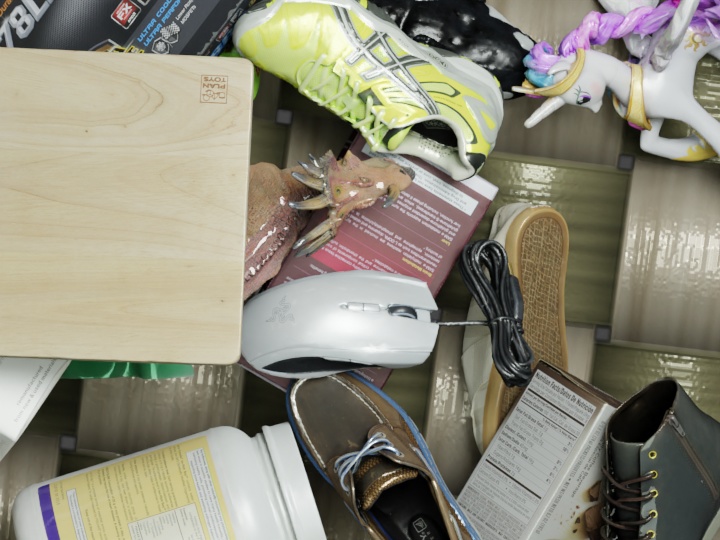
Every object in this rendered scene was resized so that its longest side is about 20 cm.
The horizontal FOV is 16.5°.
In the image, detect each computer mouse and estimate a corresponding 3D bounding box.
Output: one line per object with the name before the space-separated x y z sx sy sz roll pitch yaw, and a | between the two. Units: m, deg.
computer mouse | 0.015 0.034 1.693 0.200 0.044 0.110 -5 65 -3

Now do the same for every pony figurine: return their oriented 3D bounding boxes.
pony figurine | 0.221 -0.161 1.733 0.200 0.167 0.193 20 101 -22

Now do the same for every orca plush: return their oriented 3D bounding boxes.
orca plush | 0.041 -0.174 1.740 0.200 0.071 0.105 36 91 -7

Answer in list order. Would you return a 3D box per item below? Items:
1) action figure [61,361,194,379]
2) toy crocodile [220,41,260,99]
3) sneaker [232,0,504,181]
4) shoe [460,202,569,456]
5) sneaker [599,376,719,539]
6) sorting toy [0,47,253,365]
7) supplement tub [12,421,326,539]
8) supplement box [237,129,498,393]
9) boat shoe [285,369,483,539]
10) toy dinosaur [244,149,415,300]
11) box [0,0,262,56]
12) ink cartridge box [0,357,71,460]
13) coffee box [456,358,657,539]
action figure | -0.176 -0.025 1.743 0.118 0.055 0.200 0 96 -3
toy crocodile | -0.101 -0.179 1.736 0.067 0.062 0.200 3 90 11
sneaker | 0.008 -0.126 1.683 0.200 0.076 0.075 20 136 -15
shoe | 0.110 0.049 1.782 0.070 0.053 0.200 0 101 -38
sneaker | 0.181 0.174 1.685 0.106 0.075 0.200 46 64 -38
sorting toy | -0.173 -0.038 1.620 0.200 0.070 0.199 3 83 -1
supplement tub | -0.127 0.192 1.721 0.200 0.145 0.145 -17 96 -3
supplement box | 0.000 0.000 1.758 0.109 0.061 0.200 31 91 -6
boat shoe | 0.019 0.140 1.684 0.072 0.072 0.200 -42 77 1
toy dinosaur | -0.070 -0.023 1.680 0.200 0.136 0.086 -54 135 0
box | -0.180 -0.202 1.696 0.198 0.050 0.200 39 96 8
ink cartridge box | -0.311 0.050 1.684 0.200 0.146 0.085 34 62 -6
coffee box | 0.132 0.178 1.754 0.113 0.080 0.200 29 93 -42
